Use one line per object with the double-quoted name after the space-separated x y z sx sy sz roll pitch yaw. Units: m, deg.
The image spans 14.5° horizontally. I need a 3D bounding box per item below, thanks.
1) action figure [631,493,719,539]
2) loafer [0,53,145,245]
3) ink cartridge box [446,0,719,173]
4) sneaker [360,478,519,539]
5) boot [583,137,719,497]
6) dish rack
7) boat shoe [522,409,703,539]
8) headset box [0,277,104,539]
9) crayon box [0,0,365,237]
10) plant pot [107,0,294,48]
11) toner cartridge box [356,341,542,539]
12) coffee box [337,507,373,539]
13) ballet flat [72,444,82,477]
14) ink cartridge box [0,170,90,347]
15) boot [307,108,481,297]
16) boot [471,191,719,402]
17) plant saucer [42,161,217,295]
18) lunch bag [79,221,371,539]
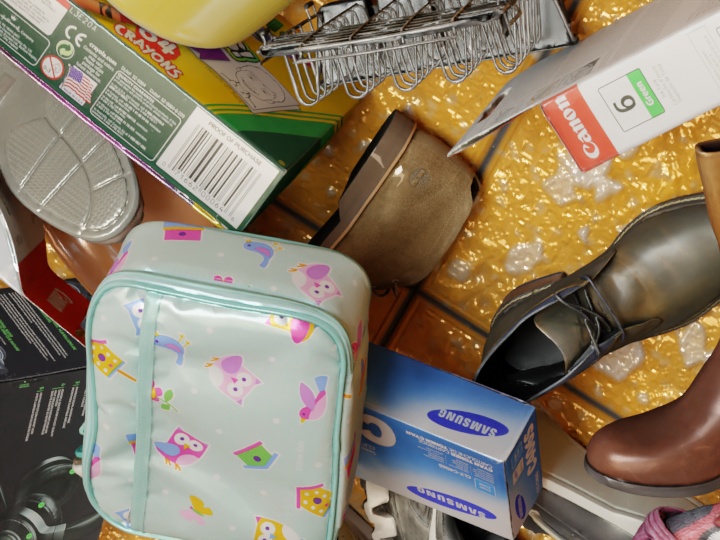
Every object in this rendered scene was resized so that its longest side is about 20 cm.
0.167 0.196 1.664 0.149 0.134 0.200 41 114 29 "action figure"
-0.192 -0.083 1.668 0.200 0.063 0.072 42 88 23 "loafer"
0.152 -0.106 1.550 0.200 0.109 0.050 -27 103 32 "ink cartridge box"
0.065 0.201 1.774 0.090 0.066 0.201 -5 111 28 "sneaker"
0.207 0.022 1.577 0.188 0.069 0.201 -10 120 0 "boot"
0.030 -0.126 1.533 0.153 0.200 0.055 -10 100 14 "dish rack"
0.122 0.137 1.716 0.200 0.074 0.060 27 119 -2 "boat shoe"
-0.243 0.106 1.782 0.093 0.200 0.174 48 133 38 "headset box"
-0.108 -0.125 1.611 0.200 0.173 0.058 39 116 0 "crayon box"
-0.062 -0.228 1.528 0.201 0.201 0.189 42 129 -2 "plant pot"
0.007 0.084 1.651 0.200 0.043 0.095 21 152 20 "toner cartridge box"
-0.067 0.215 1.757 0.113 0.200 0.080 44 124 -3 "coffee box"
-0.078 0.109 1.752 0.199 0.069 0.070 -20 109 3 "ballet flat"
-0.208 -0.030 1.682 0.200 0.163 0.057 34 95 -5 "ink cartridge box"
0.000 0.000 1.699 0.075 0.074 0.200 32 122 -7 "boot"
0.149 0.024 1.627 0.200 0.097 0.075 -30 101 33 "boot"
-0.138 -0.049 1.711 0.200 0.037 0.201 33 142 30 "plant saucer"
-0.079 0.073 1.571 0.160 0.077 0.200 10 127 5 "lunch bag"
